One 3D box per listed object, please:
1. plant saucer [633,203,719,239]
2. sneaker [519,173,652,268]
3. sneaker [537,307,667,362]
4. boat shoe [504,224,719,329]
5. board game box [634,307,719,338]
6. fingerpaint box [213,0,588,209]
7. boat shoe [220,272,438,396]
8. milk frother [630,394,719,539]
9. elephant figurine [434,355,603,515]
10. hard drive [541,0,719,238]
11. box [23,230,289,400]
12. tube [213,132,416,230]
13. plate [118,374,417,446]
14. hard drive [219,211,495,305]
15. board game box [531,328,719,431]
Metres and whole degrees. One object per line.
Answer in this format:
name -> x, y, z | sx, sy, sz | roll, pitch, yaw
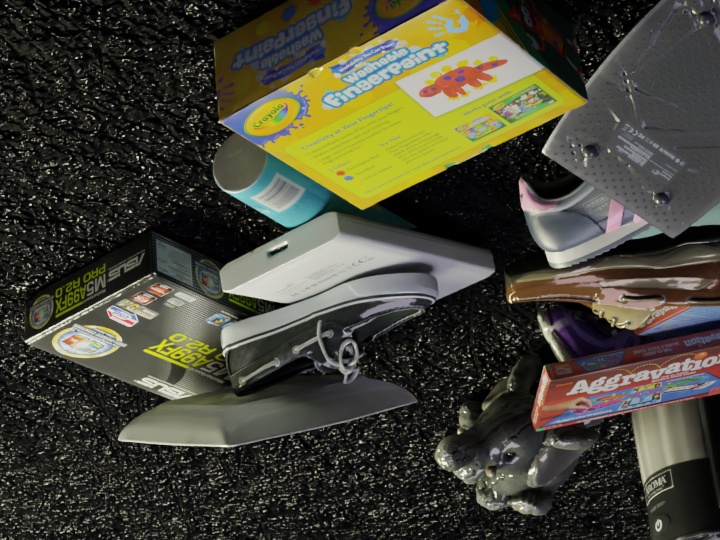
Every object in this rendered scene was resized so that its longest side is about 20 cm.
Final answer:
plant saucer -> 0.255, -0.028, 1.521 | 0.200, 0.027, 0.200 | -4, 150, -3
sneaker -> 0.216, -0.080, 1.390 | 0.200, 0.070, 0.082 | -30, 104, 11
sneaker -> 0.245, 0.057, 1.644 | 0.200, 0.081, 0.083 | 10, 130, -37
boat shoe -> 0.218, 0.013, 1.460 | 0.199, 0.074, 0.076 | -7, -168, 4
board game box -> 0.342, 0.037, 1.601 | 0.200, 0.019, 0.103 | 8, 152, -44
fingerpaint box -> 0.027, -0.139, 1.245 | 0.200, 0.074, 0.167 | -25, 146, 30
boat shoe -> -0.024, 0.057, 1.490 | 0.199, 0.068, 0.074 | -17, 160, 15
milk frother -> 0.379, 0.189, 1.757 | 0.200, 0.189, 0.180 | 19, 143, -36
elephant figurine -> 0.156, 0.156, 1.709 | 0.141, 0.155, 0.200 | 16, 160, 8
hard drive -> 0.233, -0.122, 1.281 | 0.135, 0.042, 0.200 | 32, 134, -6
box -> -0.166, 0.047, 1.566 | 0.160, 0.044, 0.200 | -26, 144, 31
tube -> -0.038, -0.052, 1.418 | 0.077, 0.051, 0.200 | -15, 155, 28
plate -> -0.085, 0.119, 1.573 | 0.200, 0.032, 0.199 | -10, -176, -36
hard drive -> 0.000, 0.000, 1.487 | 0.132, 0.026, 0.200 | -25, 156, 35
board game box -> 0.255, 0.095, 1.600 | 0.199, 0.019, 0.103 | -11, 149, -8
